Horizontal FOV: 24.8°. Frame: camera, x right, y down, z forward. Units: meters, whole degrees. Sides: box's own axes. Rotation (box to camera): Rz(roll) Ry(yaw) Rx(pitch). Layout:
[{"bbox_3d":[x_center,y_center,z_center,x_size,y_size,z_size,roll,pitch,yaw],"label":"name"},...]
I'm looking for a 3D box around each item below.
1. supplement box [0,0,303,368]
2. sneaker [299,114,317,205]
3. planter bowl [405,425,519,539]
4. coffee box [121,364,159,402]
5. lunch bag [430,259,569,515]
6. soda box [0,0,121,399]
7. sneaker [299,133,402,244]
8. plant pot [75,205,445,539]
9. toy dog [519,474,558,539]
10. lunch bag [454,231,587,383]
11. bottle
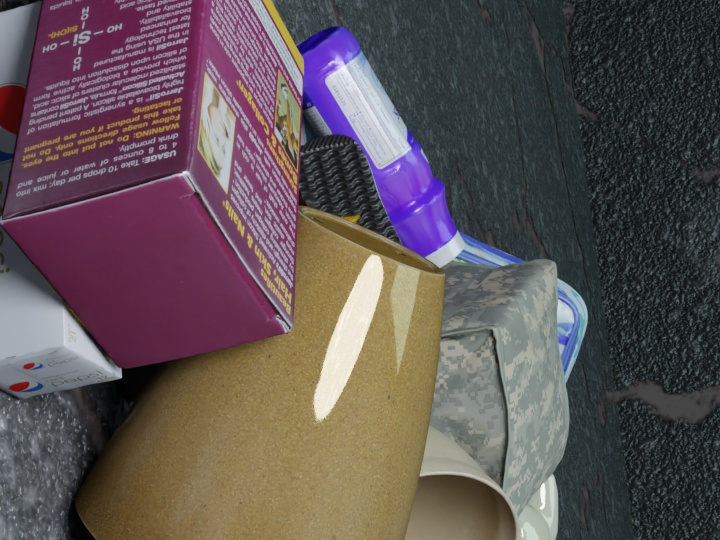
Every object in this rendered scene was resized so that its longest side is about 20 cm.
[{"bbox_3d":[-0.100,-0.071,0.855,0.131,0.103,0.201,61,23,-46],"label":"supplement box"},{"bbox_3d":[-0.031,-0.064,1.332,0.130,0.079,0.201,-10,89,-57],"label":"sneaker"},{"bbox_3d":[-0.009,0.172,1.133,0.135,0.200,0.201,55,-6,46],"label":"planter bowl"},{"bbox_3d":[-0.097,0.008,1.087,0.200,0.079,0.115,-23,100,-75],"label":"coffee box"},{"bbox_3d":[0.091,0.109,1.255,0.164,0.117,0.201,-41,126,-61],"label":"lunch bag"},{"bbox_3d":[-0.174,-0.039,0.881,0.068,0.063,0.201,44,36,-64],"label":"soda box"},{"bbox_3d":[0.000,0.000,1.183,0.090,0.070,0.201,73,2,-56],"label":"sneaker"},{"bbox_3d":[-0.035,0.073,0.912,0.201,0.186,0.186,-66,167,8],"label":"plant pot"},{"bbox_3d":[0.065,0.248,1.340,0.200,0.139,0.195,3,81,-61],"label":"toy dog"},{"bbox_3d":[0.082,0.053,1.386,0.161,0.199,0.082,-67,170,13],"label":"lunch bag"},{"bbox_3d":[0.012,-0.091,1.270,0.201,0.065,0.084,58,0,-13],"label":"bottle"}]
